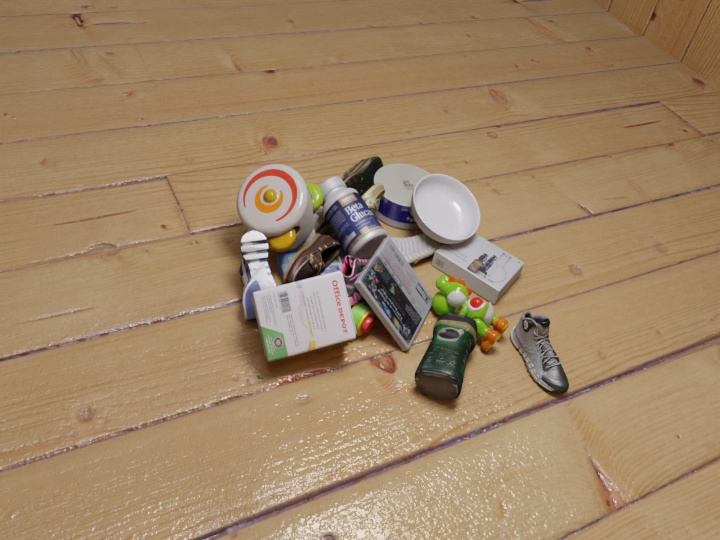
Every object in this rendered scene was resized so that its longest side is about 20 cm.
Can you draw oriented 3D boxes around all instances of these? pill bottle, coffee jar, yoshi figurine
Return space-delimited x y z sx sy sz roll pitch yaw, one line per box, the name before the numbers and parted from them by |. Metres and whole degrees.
pill bottle | -0.028 -0.132 1.682 0.109 0.112 0.202 -23 67 -32
coffee jar | 0.194 0.184 1.496 0.102 0.087 0.201 6 40 22
yoshi figurine | 0.248 0.102 1.615 0.200 0.112 0.112 43 90 11

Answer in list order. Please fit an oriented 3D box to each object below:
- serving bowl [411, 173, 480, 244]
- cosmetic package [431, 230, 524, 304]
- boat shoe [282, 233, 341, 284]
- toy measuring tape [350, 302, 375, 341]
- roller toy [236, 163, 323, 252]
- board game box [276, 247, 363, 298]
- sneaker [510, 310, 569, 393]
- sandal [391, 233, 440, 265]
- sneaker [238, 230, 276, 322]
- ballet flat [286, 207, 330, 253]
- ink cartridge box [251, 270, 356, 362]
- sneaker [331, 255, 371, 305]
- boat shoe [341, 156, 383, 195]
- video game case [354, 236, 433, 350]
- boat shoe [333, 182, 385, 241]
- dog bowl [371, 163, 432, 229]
serving bowl | 0.215 -0.153 1.784 0.195 0.066 0.205 11 59 -18
cosmetic package | 0.307 -0.018 1.765 0.198 0.052 0.150 33 44 21
boat shoe | -0.111 -0.021 1.598 0.069 0.072 0.201 21 43 15
toy measuring tape | 0.018 0.091 1.569 0.073 0.075 0.200 30 46 19
roller toy | -0.204 -0.152 1.634 0.179 0.140 0.204 22 76 17
board game box | -0.093 0.013 1.648 0.195 0.037 0.153 -5 46 -20
sneaker | 0.416 0.174 1.541 0.073 0.117 0.202 -12 48 -24
sandal | 0.115 -0.044 1.751 0.198 0.050 0.084 -9 63 -20
sneaker | -0.241 0.022 1.575 0.078 0.115 0.205 -3 74 -12
ballet flat | -0.125 -0.107 1.744 0.068 0.071 0.200 28 45 16
ink cartridge box | -0.122 0.098 1.447 0.195 0.084 0.149 -14 87 -12
sneaker | 0.000 0.000 1.577 0.078 0.097 0.199 -3 27 43
boat shoe | -0.015 -0.256 1.929 0.073 0.077 0.200 12 44 43
video game case | 0.082 0.052 1.572 0.202 0.023 0.183 54 42 -17
boat shoe | 0.009 -0.142 1.778 0.063 0.074 0.202 35 69 12
dog bowl | 0.124 -0.210 1.900 0.194 0.080 0.203 7 43 -6
